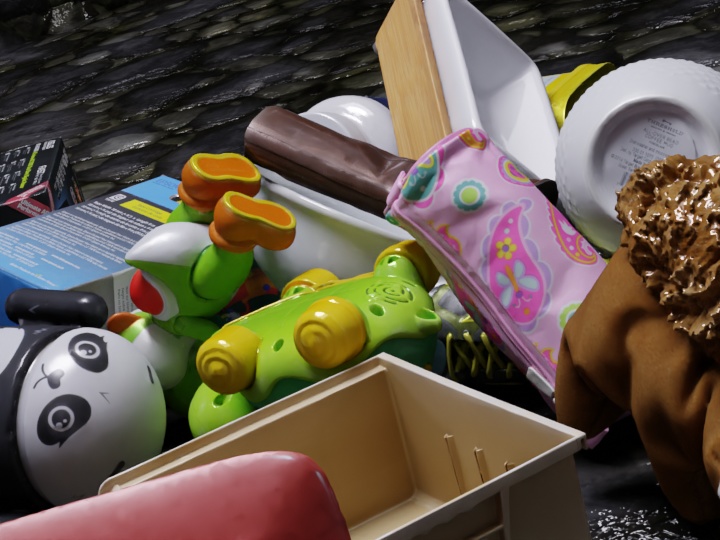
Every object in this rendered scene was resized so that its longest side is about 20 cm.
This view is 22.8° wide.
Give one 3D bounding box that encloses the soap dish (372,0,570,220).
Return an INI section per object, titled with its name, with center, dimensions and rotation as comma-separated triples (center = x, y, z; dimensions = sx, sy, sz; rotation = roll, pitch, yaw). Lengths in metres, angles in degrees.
[soap dish]
center = 0.089, -0.118, 1.414
dimensions = 0.081, 0.157, 0.200
rotation = -33, 44, 25

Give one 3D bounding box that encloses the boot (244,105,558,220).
[boot]
center = 0.028, -0.063, 1.246
dimensions = 0.200, 0.064, 0.186
rotation = 19, 5, 21

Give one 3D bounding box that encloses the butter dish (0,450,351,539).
[butter dish]
center = -0.083, 0.190, 0.732
dimensions = 0.199, 0.200, 0.148
rotation = -16, -6, -1

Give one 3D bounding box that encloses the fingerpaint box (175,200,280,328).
[fingerpaint box]
center = -0.122, -0.009, 1.480
dimensions = 0.167, 0.073, 0.200
rotation = -15, 18, 3

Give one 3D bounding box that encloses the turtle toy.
[turtle toy]
center = -0.030, 0.062, 1.109
dimensions = 0.200, 0.101, 0.146
rotation = -18, 10, 33

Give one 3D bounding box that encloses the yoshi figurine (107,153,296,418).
[yoshi figurine]
center = -0.104, 0.026, 1.215
dimensions = 0.112, 0.200, 0.112
rotation = 31, 25, 5

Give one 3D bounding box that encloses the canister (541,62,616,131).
[canister]
center = 0.123, -0.119, 1.593
dimensions = 0.200, 0.087, 0.149
rotation = -5, 21, 32

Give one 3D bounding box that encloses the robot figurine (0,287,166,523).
[robot figurine]
center = -0.223, 0.096, 1.157
dimensions = 0.200, 0.151, 0.125
rotation = -1, 12, 29

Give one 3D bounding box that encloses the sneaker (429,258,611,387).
[sneaker]
center = 0.097, 0.040, 1.153
dimensions = 0.200, 0.075, 0.085
rotation = -15, 18, 0

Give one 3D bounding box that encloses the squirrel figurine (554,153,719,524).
[squirrel figurine]
center = 0.187, 0.045, 0.881
dimensions = 0.141, 0.200, 0.187
rotation = -7, 30, -7

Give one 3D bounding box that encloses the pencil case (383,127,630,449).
[pencil case]
center = 0.101, 0.010, 1.064
dimensions = 0.087, 0.200, 0.087
rotation = -36, -13, -10

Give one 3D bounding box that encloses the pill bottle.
[pill bottle]
center = 0.007, -0.087, 1.458
dimensions = 0.111, 0.111, 0.200
rotation = -6, 1, 27

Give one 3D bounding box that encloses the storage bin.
[storage bin]
center = -0.012, 0.139, 0.912
dimensions = 0.198, 0.094, 0.200
rotation = -23, 20, -24

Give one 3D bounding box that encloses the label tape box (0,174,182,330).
[label tape box]
center = -0.183, -0.003, 1.321
dimensions = 0.200, 0.063, 0.144
rotation = -20, 28, -38

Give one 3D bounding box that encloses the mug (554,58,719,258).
[mug]
center = 0.224, -0.056, 1.201
dimensions = 0.148, 0.200, 0.175
rotation = -54, -9, 10

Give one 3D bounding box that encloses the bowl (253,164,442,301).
[bowl]
center = 0.000, 0.000, 1.265
dimensions = 0.201, 0.091, 0.201
rotation = 21, 7, -3

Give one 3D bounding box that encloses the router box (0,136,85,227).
[router box]
center = -0.259, -0.013, 1.480
dimensions = 0.062, 0.150, 0.200
rotation = -15, 18, 0
